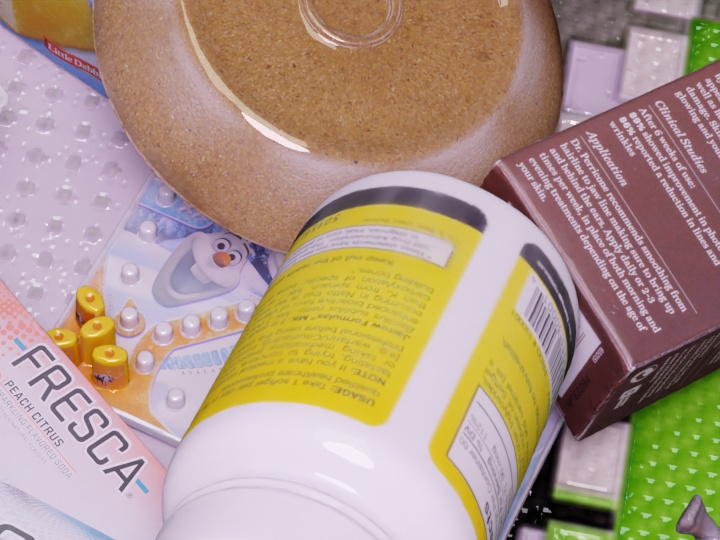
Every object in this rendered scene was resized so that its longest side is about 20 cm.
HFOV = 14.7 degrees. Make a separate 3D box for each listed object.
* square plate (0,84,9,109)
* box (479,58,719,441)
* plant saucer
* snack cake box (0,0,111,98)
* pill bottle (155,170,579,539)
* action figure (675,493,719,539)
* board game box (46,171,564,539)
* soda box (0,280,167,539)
[{"bbox_3d":[-0.276,-0.090,1.116,0.198,0.029,0.200,-24,57,-34],"label":"square plate"},{"bbox_3d":[0.146,-0.024,1.102,0.199,0.075,0.100,-24,72,-24],"label":"box"},{"bbox_3d":[-0.007,-0.101,1.125,0.199,0.035,0.201,6,65,-13],"label":"plant saucer"},{"bbox_3d":[-0.141,-0.173,1.201,0.200,0.067,0.115,34,62,16],"label":"snack cake box"},{"bbox_3d":[-0.001,0.065,0.971,0.114,0.115,0.200,19,41,8],"label":"pill bottle"},{"bbox_3d":[0.193,0.149,1.001,0.193,0.105,0.201,24,84,6],"label":"action figure"},{"bbox_3d":[0.000,0.000,1.124,0.199,0.026,0.201,23,59,11],"label":"board game box"},{"bbox_3d":[-0.114,0.087,1.039,0.068,0.064,0.200,-34,65,-23],"label":"soda box"}]
